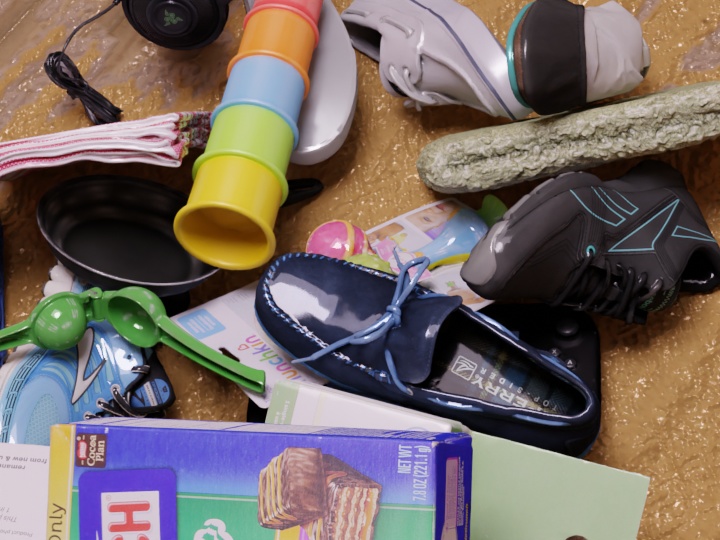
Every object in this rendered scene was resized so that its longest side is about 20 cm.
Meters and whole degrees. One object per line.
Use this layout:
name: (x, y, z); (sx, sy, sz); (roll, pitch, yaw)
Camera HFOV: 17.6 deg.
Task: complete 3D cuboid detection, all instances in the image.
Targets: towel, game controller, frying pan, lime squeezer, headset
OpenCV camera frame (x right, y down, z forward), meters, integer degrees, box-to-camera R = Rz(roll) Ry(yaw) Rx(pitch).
towel: (0.132, -0.077, 1.356); (0.199, 0.148, 0.037); (-12, 93, 0)
game controller: (0.036, 0.066, 1.309); (0.199, 0.042, 0.105); (-3, 42, 8)
frying pan: (-0.115, -0.033, 1.382); (0.115, 0.031, 0.190); (27, 32, 17)
towel: (-0.164, -0.069, 1.382); (0.145, 0.200, 0.030); (-9, 94, 3)
lime squeezer: (-0.150, 0.041, 1.285); (0.199, 0.038, 0.071); (1, 58, 1)
headset: (-0.111, -0.174, 1.451); (0.200, 0.094, 0.124); (-36, 31, 9)

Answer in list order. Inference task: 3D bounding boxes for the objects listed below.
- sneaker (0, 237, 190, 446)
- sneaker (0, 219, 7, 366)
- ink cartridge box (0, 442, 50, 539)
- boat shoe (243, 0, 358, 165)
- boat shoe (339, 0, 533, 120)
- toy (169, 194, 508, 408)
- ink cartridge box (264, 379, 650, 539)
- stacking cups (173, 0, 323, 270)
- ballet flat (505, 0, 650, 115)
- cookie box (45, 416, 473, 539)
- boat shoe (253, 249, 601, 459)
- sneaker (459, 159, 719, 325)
sneaker: (-0.153, 0.069, 1.324); (0.089, 0.079, 0.201); (11, 57, 13)
sneaker: (-0.256, 0.031, 1.380); (0.077, 0.070, 0.201); (-14, 49, 10)
ink cartridge box: (-0.190, 0.209, 1.182); (0.084, 0.145, 0.201); (3, 55, 11)
boat shoe: (-0.039, -0.138, 1.463); (0.070, 0.064, 0.201); (-12, 53, 2)
boat shoe: (0.044, -0.127, 1.424); (0.065, 0.074, 0.200); (-40, 29, -2)
toy: (0.000, 0.000, 1.327); (0.199, 0.047, 0.115); (-21, 33, -24)
ink cartridge box: (0.035, 0.150, 1.210); (0.199, 0.048, 0.146); (13, 88, 20)
stacking cups: (-0.056, -0.094, 1.367); (0.060, 0.061, 0.201); (5, 51, 13)
ballet flat: (0.130, -0.126, 1.334); (0.068, 0.200, 0.068); (-3, 96, 13)
cookie box: (-0.052, 0.161, 1.134); (0.199, 0.075, 0.172); (1, 87, 17)
boat shoe: (0.040, 0.034, 1.243); (0.199, 0.069, 0.085); (19, 69, 3)
sneaker: (0.137, -0.011, 1.295); (0.199, 0.075, 0.079); (-16, 63, -46)
